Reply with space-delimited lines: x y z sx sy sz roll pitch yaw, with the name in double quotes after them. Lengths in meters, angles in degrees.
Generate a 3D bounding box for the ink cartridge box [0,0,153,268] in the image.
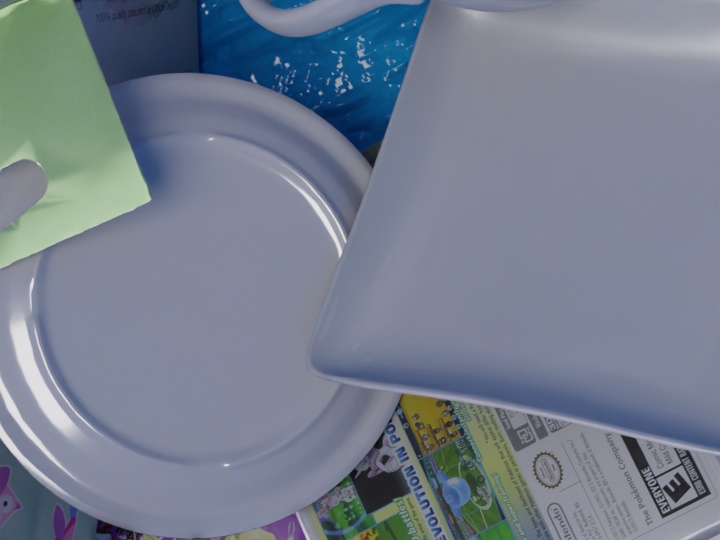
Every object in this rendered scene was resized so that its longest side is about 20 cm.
-0.188 -0.095 0.734 0.145 0.048 0.200 -23 83 10 "ink cartridge box"

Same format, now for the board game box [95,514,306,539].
-0.082 0.156 0.909 0.199 0.032 0.120 7 74 10 "board game box"

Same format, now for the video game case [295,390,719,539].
0.047 0.059 0.797 0.182 0.022 0.200 -29 70 12 "video game case"

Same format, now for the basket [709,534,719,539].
0.158 0.218 0.767 0.200 0.199 0.161 -22 129 21 "basket"

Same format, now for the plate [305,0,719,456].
0.096 -0.027 0.751 0.200 0.032 0.200 9 68 28 "plate"

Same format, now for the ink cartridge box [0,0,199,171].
-0.168 -0.120 0.851 0.144 0.147 0.201 4 103 19 "ink cartridge box"

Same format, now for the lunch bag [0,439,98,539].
-0.223 0.083 0.887 0.200 0.122 0.171 -1 72 38 "lunch bag"

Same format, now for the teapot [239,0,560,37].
0.042 -0.210 0.759 0.146 0.200 0.198 38 141 44 "teapot"

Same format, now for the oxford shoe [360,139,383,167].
0.000 0.000 0.872 0.200 0.058 0.075 -43 58 8 "oxford shoe"

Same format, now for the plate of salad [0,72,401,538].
-0.073 0.015 0.784 0.199 0.048 0.201 1 84 -14 "plate of salad"

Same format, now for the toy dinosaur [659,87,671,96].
0.133 -0.037 0.822 0.200 0.047 0.088 -23 100 25 "toy dinosaur"
